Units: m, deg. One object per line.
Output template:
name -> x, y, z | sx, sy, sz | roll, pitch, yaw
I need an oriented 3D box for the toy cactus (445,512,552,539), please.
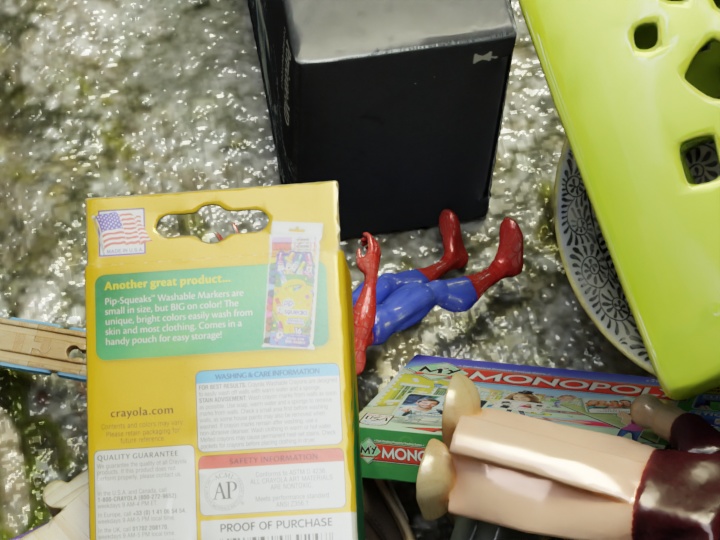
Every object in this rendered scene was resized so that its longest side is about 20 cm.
toy cactus -> 0.096, 0.151, 1.247 | 0.200, 0.102, 0.165 | -43, 62, -11

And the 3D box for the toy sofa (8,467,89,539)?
toy sofa -> -0.079, 0.182, 1.218 | 0.098, 0.083, 0.200 | -40, 71, -11

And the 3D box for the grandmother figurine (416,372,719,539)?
grandmother figurine -> 0.128, 0.103, 1.118 | 0.199, 0.061, 0.122 | 9, 60, 16

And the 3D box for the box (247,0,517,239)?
box -> 0.003, -0.151, 1.330 | 0.117, 0.197, 0.200 | -9, 64, -6

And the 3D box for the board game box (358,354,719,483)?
board game box -> 0.106, 0.081, 1.238 | 0.199, 0.135, 0.029 | 5, 105, 15

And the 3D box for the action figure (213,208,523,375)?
action figure -> 0.000, 0.000, 1.270 | 0.065, 0.099, 0.200 | 7, 31, 39

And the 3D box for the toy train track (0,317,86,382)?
toy train track -> -0.182, 0.042, 1.308 | 0.199, 0.033, 0.115 | 9, 71, 11

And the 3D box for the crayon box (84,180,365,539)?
crayon box -> -0.064, 0.064, 1.179 | 0.125, 0.052, 0.201 | -4, 76, 4

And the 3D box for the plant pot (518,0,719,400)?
plant pot -> 0.197, -0.062, 1.179 | 0.181, 0.200, 0.200 | -21, 86, 7

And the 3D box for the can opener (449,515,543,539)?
can opener -> 0.050, 0.206, 1.174 | 0.066, 0.053, 0.201 | 15, 85, -22

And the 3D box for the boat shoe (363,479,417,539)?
boat shoe -> -0.032, 0.086, 1.281 | 0.071, 0.065, 0.200 | -34, 69, -18

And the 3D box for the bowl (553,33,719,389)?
bowl -> 0.208, -0.035, 1.321 | 0.200, 0.094, 0.201 | 1, 92, 14
